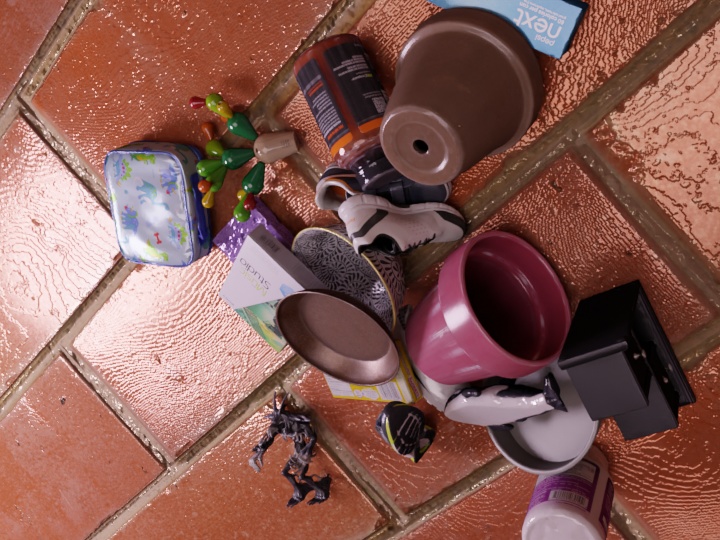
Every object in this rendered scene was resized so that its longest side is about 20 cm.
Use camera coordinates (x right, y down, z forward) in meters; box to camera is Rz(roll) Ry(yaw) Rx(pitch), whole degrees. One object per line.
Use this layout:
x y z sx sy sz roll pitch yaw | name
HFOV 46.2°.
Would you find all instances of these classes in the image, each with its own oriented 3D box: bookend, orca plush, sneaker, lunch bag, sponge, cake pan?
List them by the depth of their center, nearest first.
0.358 0.147 1.118 0.092 0.200 0.199 -23 100 29 | bookend
0.063 -0.051 1.179 0.074 0.199 0.080 -51 45 49 | sneaker
0.206 0.169 1.205 0.105 0.071 0.200 32 145 -17 | orca plush
0.029 -0.107 1.216 0.199 0.080 0.079 4 132 24 | sneaker
0.264 0.191 1.221 0.200 0.037 0.201 -4 85 45 | cake pan
0.116 0.142 1.294 0.200 0.076 0.081 43 115 2 | sneaker
0.055 0.245 1.313 0.081 0.074 0.200 25 162 24 | sneaker
-0.137 -0.012 1.362 0.200 0.030 0.112 47 121 -2 | sponge
-0.322 -0.107 1.371 0.160 0.082 0.201 4 112 23 | lunch bag

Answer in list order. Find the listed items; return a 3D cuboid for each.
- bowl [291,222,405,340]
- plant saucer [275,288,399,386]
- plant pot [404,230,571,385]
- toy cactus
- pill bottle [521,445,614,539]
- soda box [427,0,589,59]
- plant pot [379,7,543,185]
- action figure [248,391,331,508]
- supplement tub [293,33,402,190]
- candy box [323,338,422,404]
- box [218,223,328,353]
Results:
0.000 0.000 1.255 0.200 0.094 0.201 29 141 27 | bowl
-0.029 0.091 1.231 0.200 0.037 0.201 19 142 15 | plant saucer
0.164 0.072 1.186 0.200 0.200 0.179 49 136 -2 | plant pot
-0.176 -0.180 1.276 0.164 0.102 0.201 -13 85 11 | toy cactus
0.304 0.334 1.216 0.112 0.200 0.113 8 114 20 | pill bottle
0.181 -0.342 1.072 0.199 0.064 0.068 27 119 10 | soda box
0.109 -0.200 1.065 0.199 0.175 0.201 21 140 19 | plant pot
-0.121 0.313 1.448 0.118 0.102 0.201 -8 109 38 | action figure
-0.008 -0.213 1.154 0.107 0.107 0.201 -29 81 30 | supplement tub
0.006 0.156 1.328 0.200 0.026 0.103 -5 110 50 | candy box
-0.141 0.033 1.323 0.144 0.036 0.200 43 145 5 | box
